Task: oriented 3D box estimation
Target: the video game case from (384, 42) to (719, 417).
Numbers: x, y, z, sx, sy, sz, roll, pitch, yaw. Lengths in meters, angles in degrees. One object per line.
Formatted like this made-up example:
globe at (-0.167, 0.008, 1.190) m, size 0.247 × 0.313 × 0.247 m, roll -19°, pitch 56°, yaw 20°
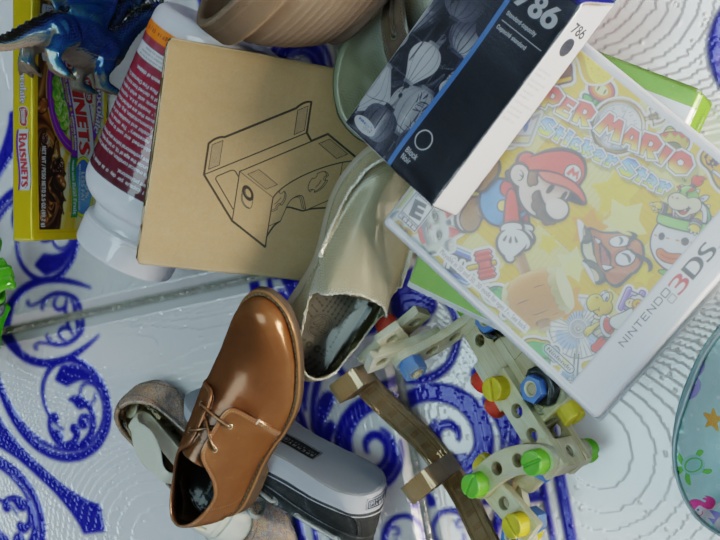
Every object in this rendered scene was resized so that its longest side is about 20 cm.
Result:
video game case at (0.141, -0.037, 0.792) m, size 0.200 × 0.023 × 0.183 m, roll 43°, pitch 105°, yaw 17°

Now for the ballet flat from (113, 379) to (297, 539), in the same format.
ballet flat at (-0.135, 0.175, 0.982) m, size 0.200 × 0.067 × 0.068 m, roll 44°, pitch 108°, yaw 15°

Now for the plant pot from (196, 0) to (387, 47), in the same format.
plant pot at (-0.023, -0.230, 0.853) m, size 0.092 × 0.201 × 0.201 m, roll 34°, pitch 109°, yaw -21°

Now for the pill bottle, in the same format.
pill bottle at (-0.149, -0.099, 0.951) m, size 0.112 × 0.113 × 0.201 m, roll 32°, pitch 104°, yaw 19°

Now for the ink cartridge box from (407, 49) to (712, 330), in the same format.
ink cartridge box at (0.138, -0.055, 0.846) m, size 0.147 × 0.076 × 0.202 m, roll 25°, pitch 101°, yaw 20°

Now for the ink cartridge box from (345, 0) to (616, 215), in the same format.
ink cartridge box at (0.083, -0.146, 0.787) m, size 0.099 × 0.039 × 0.201 m, roll 44°, pitch 105°, yaw 31°

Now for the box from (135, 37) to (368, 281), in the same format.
box at (-0.059, -0.075, 0.897) m, size 0.198 × 0.021 × 0.165 m, roll 7°, pitch 98°, yaw -19°

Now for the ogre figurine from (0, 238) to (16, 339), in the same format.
ogre figurine at (-0.354, 0.020, 1.052) m, size 0.198 × 0.098 × 0.121 m, roll 18°, pitch 110°, yaw 30°

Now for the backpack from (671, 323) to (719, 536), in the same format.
backpack at (0.299, 0.110, 0.755) m, size 0.199 × 0.150 × 0.179 m, roll 23°, pitch 103°, yaw 25°

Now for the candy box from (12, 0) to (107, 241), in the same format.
candy box at (-0.249, -0.126, 0.999) m, size 0.026 × 0.102 × 0.203 m, roll 2°, pitch 94°, yaw 22°

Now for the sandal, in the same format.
sandal at (0.045, -0.182, 0.851) m, size 0.079 × 0.057 × 0.202 m, roll 33°, pitch 104°, yaw -4°

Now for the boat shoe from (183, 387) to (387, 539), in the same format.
boat shoe at (-0.065, 0.157, 0.950) m, size 0.198 × 0.073 × 0.069 m, roll 22°, pitch 117°, yaw 26°

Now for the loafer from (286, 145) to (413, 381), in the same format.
loafer at (0.000, 0.000, 0.877) m, size 0.075 × 0.068 × 0.202 m, roll 19°, pitch 104°, yaw -24°

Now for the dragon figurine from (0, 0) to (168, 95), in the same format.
dragon figurine at (-0.225, -0.197, 0.936) m, size 0.058 × 0.199 × 0.101 m, roll 7°, pitch 88°, yaw 36°

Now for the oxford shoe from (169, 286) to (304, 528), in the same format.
oxford shoe at (-0.093, 0.107, 0.866) m, size 0.071 × 0.071 × 0.202 m, roll 29°, pitch 116°, yaw 26°

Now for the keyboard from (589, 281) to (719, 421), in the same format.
keyboard at (0.214, 0.018, 0.855) m, size 0.056 × 0.011 × 0.201 m, roll 43°, pitch 108°, yaw 16°

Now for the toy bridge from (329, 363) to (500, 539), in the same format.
toy bridge at (0.055, 0.156, 0.899) m, size 0.027 × 0.067 × 0.201 m, roll -41°, pitch 78°, yaw 19°

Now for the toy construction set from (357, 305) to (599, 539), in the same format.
toy construction set at (0.094, 0.095, 0.874) m, size 0.200 × 0.092 × 0.131 m, roll 50°, pitch 126°, yaw 15°
